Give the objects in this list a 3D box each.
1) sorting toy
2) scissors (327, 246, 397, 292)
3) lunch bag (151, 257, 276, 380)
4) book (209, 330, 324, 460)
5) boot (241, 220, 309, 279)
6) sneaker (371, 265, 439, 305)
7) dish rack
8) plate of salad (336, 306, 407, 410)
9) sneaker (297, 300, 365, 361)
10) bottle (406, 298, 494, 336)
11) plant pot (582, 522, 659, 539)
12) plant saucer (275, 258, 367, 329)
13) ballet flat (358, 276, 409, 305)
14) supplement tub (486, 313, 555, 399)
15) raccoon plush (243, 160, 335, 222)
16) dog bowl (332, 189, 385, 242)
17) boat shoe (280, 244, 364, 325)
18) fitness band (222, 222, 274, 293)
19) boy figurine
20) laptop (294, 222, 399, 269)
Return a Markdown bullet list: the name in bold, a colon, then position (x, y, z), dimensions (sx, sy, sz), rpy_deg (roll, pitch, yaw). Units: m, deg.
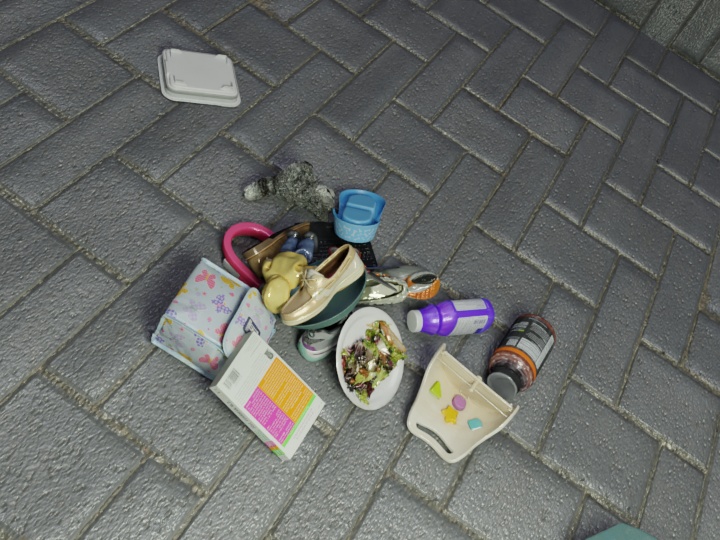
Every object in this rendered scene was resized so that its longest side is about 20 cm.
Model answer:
- **sorting toy**: position (0.183, 0.285, 1.697), dimensions (0.199, 0.107, 0.180), rpy_deg (39, 54, 9)
- **scissors**: position (0.000, 0.000, 1.747), dimensions (0.072, 0.014, 0.200), rpy_deg (-4, 32, -30)
- **lunch bag**: position (-0.266, 0.102, 1.612), dimensions (0.198, 0.127, 0.171), rpy_deg (35, 46, -7)
- **book**: position (-0.168, 0.229, 1.545), dimensions (0.201, 0.048, 0.134), rpy_deg (50, 47, -19)
- **boot**: position (-0.166, -0.044, 1.790), dimensions (0.199, 0.073, 0.076), rpy_deg (-38, 101, -47)
- **sneaker**: position (0.072, 0.027, 1.885), dimensions (0.196, 0.077, 0.092), rpy_deg (0, 19, -10)
- **dish rack**: position (-0.395, -0.484, 2.094), dimensions (0.196, 0.044, 0.174), rpy_deg (1, 53, -24)
- **plate of salad**: position (0.028, 0.174, 1.680), dimensions (0.198, 0.048, 0.204), rpy_deg (6, 82, -47)
- **sneaker**: position (-0.030, 0.098, 1.713), dimensions (0.078, 0.141, 0.199), rpy_deg (46, 49, 16)
- **bottle**: position (0.196, 0.105, 1.858), dimensions (0.197, 0.084, 0.066), rpy_deg (-3, 54, -27)
- **plant pot**: position (0.473, 0.580, 1.527), dimensions (0.193, 0.198, 0.201), rpy_deg (-10, 49, -31)
- **plant saucer**: position (-0.073, 0.051, 1.666), dimensions (0.197, 0.036, 0.202), rpy_deg (-17, 35, 12)
- **ballet flat**: position (0.009, 0.038, 1.796), dimensions (0.196, 0.072, 0.073), rpy_deg (-3, 52, -7)
- **supplement tub**: position (0.344, 0.190, 1.842), dimensions (0.106, 0.108, 0.200), rpy_deg (37, 47, 8)
- **raccoon plush**: position (-0.153, -0.155, 1.932), dimensions (0.197, 0.097, 0.136), rpy_deg (-25, 75, -6)
- **dog bowl**: position (-0.005, -0.124, 1.935), dimensions (0.109, 0.050, 0.201), rpy_deg (12, 27, 3)
- **boat shoe**: position (-0.081, 0.022, 1.616), dimensions (0.199, 0.070, 0.073), rpy_deg (-41, 37, -22)
- **fitness band**: position (-0.208, -0.021, 1.801), dimensions (0.200, 0.038, 0.143), rpy_deg (43, 47, 11)
- **boy figurine**: position (-0.138, 0.002, 1.674), dimensions (0.122, 0.065, 0.202), rpy_deg (5, 43, 15)
- **laptop**: position (-0.034, -0.055, 1.860), dimensions (0.174, 0.104, 0.203), rpy_deg (-2, 55, -23)
